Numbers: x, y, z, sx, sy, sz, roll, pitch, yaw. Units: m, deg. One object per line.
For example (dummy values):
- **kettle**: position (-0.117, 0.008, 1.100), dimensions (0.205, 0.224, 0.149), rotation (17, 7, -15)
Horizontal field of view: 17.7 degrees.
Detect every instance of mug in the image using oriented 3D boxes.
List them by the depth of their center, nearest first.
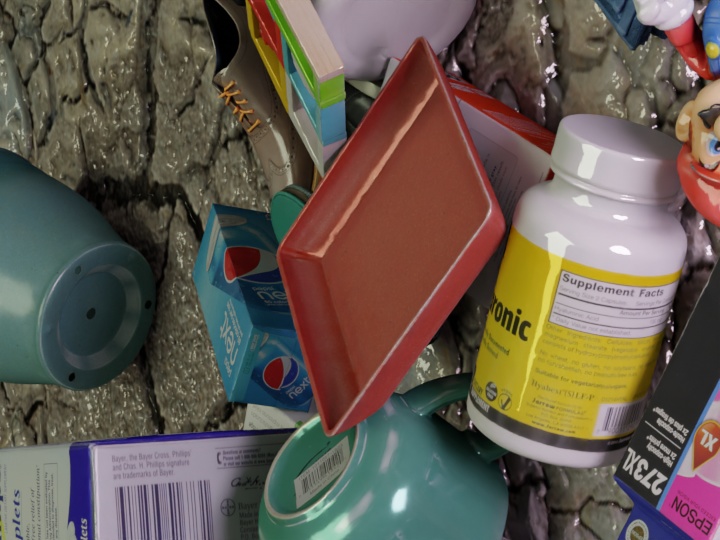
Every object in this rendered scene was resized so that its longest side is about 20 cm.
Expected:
- **mug**: position (0.012, 0.143, 1.536), dimensions (0.152, 0.114, 0.186), rotation (-7, 50, 52)

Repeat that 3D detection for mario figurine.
- **mario figurine**: position (0.223, -0.122, 1.311), dimensions (0.123, 0.105, 0.202), rotation (12, 99, 54)

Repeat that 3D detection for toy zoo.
- **toy zoo**: position (-0.045, -0.145, 1.590), dimensions (0.200, 0.020, 0.132), rotation (89, 156, -69)

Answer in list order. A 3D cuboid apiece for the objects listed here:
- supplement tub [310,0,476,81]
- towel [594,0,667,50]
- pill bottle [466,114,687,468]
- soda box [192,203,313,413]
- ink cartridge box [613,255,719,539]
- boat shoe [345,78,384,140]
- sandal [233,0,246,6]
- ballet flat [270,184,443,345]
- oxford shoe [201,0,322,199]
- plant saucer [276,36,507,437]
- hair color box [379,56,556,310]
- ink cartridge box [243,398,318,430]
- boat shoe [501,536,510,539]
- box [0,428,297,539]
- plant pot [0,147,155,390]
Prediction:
- **supplement tub**: position (-0.011, -0.245, 1.638), dimensions (0.201, 0.131, 0.132), rotation (61, 137, 34)
- **towel**: position (0.154, -0.243, 1.462), dimensions (0.201, 0.048, 0.112), rotation (60, 136, 37)
- **pill bottle**: position (0.139, 0.011, 1.432), dimensions (0.111, 0.111, 0.201), rotation (37, 120, 50)
- **soda box**: position (-0.077, 0.025, 1.751), dimensions (0.200, 0.064, 0.068), rotation (-114, 37, -59)
- **ink cartridge box**: position (0.209, 0.097, 1.360), dimensions (0.095, 0.037, 0.201), rotation (38, 110, 50)
- **boat shoe**: position (-0.024, -0.145, 1.712), dimensions (0.200, 0.071, 0.068), rotation (44, 132, 47)
- **sandal**: position (-0.080, -0.223, 1.735), dimensions (0.043, 0.076, 0.200), rotation (-38, 11, 11)
- **ballet flat**: position (0.000, 0.000, 1.684), dimensions (0.200, 0.074, 0.075), rotation (54, 133, 46)
- **oxford shoe**: position (-0.080, -0.127, 1.794), dimensions (0.071, 0.072, 0.201), rotation (-39, 59, 49)
- **plant saucer**: position (0.023, -0.020, 1.511), dimensions (0.200, 0.037, 0.200), rotation (-56, 31, 28)
- **hair color box**: position (0.076, -0.057, 1.559), dimensions (0.200, 0.064, 0.112), rotation (38, 112, 49)
- **ink cartridge box**: position (-0.030, 0.205, 1.715), dimensions (0.145, 0.084, 0.201), rotation (32, 116, 52)
- **boat shoe**: position (0.077, 0.206, 1.566), dimensions (0.200, 0.069, 0.071), rotation (31, 116, 53)
- **box**: position (-0.156, 0.171, 1.650), dimensions (0.200, 0.183, 0.106), rotation (-11, 82, 55)
- **plant pot**: position (-0.286, 0.012, 2.019), dimensions (0.187, 0.199, 0.202), rotation (21, 109, 38)
